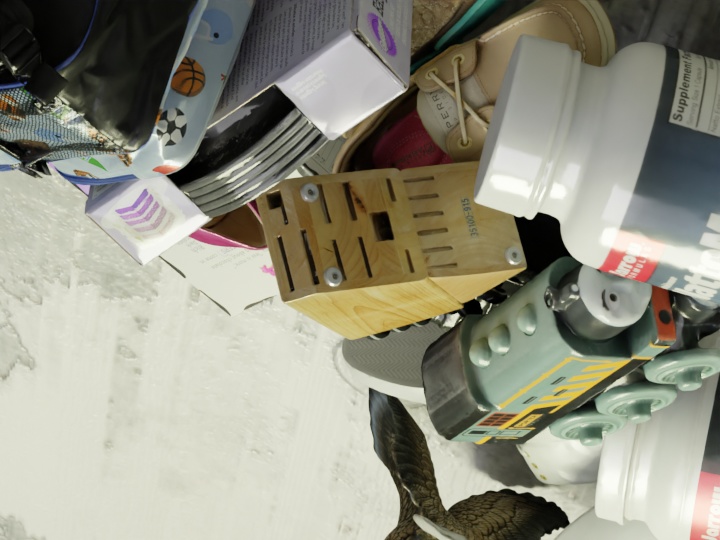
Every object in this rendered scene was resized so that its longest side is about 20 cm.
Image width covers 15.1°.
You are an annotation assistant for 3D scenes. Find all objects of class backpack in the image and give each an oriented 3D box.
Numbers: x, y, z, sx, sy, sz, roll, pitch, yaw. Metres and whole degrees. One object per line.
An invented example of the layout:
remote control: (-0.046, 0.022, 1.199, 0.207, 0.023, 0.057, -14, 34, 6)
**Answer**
backpack: (-0.155, -0.133, 1.359, 0.190, 0.200, 0.154, 0, 145, 38)

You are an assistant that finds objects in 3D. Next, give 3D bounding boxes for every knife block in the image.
knife block: (0.000, 0.000, 1.480, 0.200, 0.064, 0.176, -7, 165, -34)

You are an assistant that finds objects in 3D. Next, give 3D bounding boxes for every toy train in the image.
toy train: (0.118, 0.043, 1.491, 0.114, 0.085, 0.200, 2, 159, -27)

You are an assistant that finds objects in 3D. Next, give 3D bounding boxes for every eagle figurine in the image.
eagle figurine: (0.047, 0.165, 1.777, 0.151, 0.200, 0.152, 6, 135, 21)

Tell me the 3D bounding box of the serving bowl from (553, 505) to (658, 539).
serving bowl: (0.210, 0.209, 1.747, 0.200, 0.066, 0.200, -12, 141, -10)

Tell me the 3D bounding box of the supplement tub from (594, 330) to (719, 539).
supplement tub: (0.249, 0.106, 1.603, 0.200, 0.140, 0.140, 11, 143, 10)

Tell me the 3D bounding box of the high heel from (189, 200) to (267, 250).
high heel: (-0.127, -0.067, 1.505, 0.096, 0.067, 0.200, 35, 175, 38)

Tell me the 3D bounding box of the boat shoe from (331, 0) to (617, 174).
boat shoe: (0.058, -0.084, 1.470, 0.200, 0.069, 0.074, -39, 73, 44)

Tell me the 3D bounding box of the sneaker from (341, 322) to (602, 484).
sneaker: (0.089, 0.090, 1.753, 0.200, 0.074, 0.116, 7, 138, 22)

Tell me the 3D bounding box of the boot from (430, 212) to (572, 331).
boot: (0.128, -0.007, 1.594, 0.211, 0.079, 0.158, 27, 141, 12)

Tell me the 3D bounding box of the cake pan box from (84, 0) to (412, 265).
cake pan box: (-0.055, -0.113, 1.423, 0.184, 0.200, 0.052, -35, 118, 23)

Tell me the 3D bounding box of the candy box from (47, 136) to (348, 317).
candy box: (-0.089, -0.077, 1.647, 0.200, 0.072, 0.168, 41, 142, -21)

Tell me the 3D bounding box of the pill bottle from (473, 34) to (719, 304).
pill bottle: (0.165, -0.049, 1.379, 0.200, 0.120, 0.120, 16, 145, -2)

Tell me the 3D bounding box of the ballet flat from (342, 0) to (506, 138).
ballet flat: (0.030, -0.142, 1.511, 0.065, 0.070, 0.200, 53, 142, 8)
